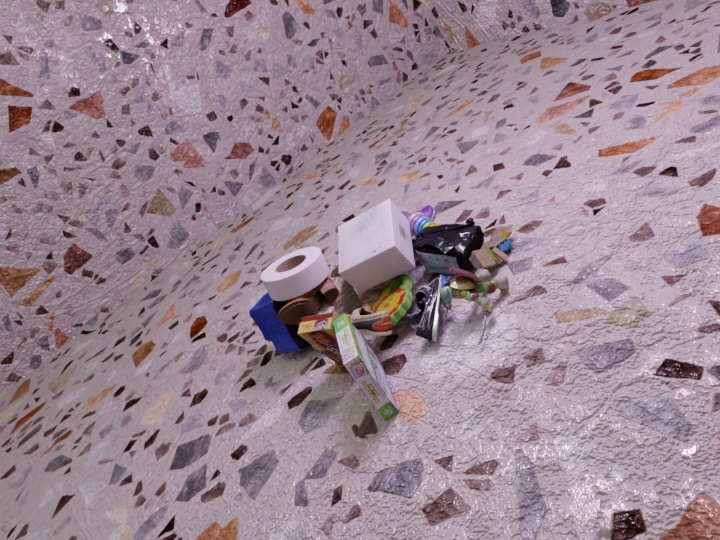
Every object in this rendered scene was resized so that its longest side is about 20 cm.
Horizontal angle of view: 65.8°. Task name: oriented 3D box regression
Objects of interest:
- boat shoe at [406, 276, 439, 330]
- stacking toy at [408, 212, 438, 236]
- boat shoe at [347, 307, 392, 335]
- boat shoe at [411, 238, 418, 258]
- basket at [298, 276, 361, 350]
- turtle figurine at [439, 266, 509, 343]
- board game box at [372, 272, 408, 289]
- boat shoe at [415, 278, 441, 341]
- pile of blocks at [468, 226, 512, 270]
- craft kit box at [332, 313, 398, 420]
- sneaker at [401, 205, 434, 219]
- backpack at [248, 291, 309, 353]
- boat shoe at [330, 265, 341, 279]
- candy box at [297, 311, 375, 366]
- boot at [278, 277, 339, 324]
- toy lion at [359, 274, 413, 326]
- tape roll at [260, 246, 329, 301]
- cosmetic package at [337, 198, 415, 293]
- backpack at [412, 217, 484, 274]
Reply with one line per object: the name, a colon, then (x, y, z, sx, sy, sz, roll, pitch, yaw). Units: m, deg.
boat shoe: (0.186, 0.076, 1.573, 0.071, 0.068, 0.200, -3, 39, 45)
stacking toy: (0.240, -0.134, 1.877, 0.085, 0.086, 0.200, -38, 33, -11)
boat shoe: (0.012, 0.132, 1.512, 0.071, 0.063, 0.199, -14, 10, -36)
boat shoe: (0.148, -0.081, 1.802, 0.197, 0.069, 0.074, 10, 36, 21)
basket: (-0.091, 0.127, 1.726, 0.122, 0.136, 0.201, -13, 32, 27)
turtle figurine: (0.288, 0.082, 1.444, 0.193, 0.201, 0.144, -20, -12, -29)
board game box: (0.114, -0.019, 1.855, 0.125, 0.035, 0.201, -9, 35, 39)
boat shoe: (0.182, 0.100, 1.483, 0.065, 0.075, 0.201, 2, 53, 13)
pile of blocks: (0.383, -0.051, 1.603, 0.200, 0.082, 0.062, -41, -17, -36)
craft kit box: (0.011, 0.231, 1.356, 0.048, 0.198, 0.200, -29, 25, 3)
sneaker: (0.179, -0.182, 2.006, 0.199, 0.089, 0.080, -36, 25, -10)
backpack: (-0.238, 0.156, 1.764, 0.167, 0.201, 0.163, -18, 22, 38)
boat shoe: (0.000, 0.000, 1.813, 0.198, 0.076, 0.068, -12, 5, -5)
candy box: (-0.062, 0.189, 1.501, 0.116, 0.200, 0.057, -12, 48, 35)
boot: (-0.170, 0.080, 1.663, 0.199, 0.074, 0.155, -24, 28, -16)
toy lion: (0.089, 0.090, 1.603, 0.201, 0.069, 0.191, -54, 19, -25)
tape roll: (-0.196, 0.008, 1.669, 0.201, 0.071, 0.203, -21, 23, 9)
cosmetic package: (0.042, -0.073, 1.678, 0.199, 0.123, 0.201, -27, 43, 24)
backpack: (0.256, -0.064, 1.665, 0.199, 0.127, 0.167, 2, 40, 38)
